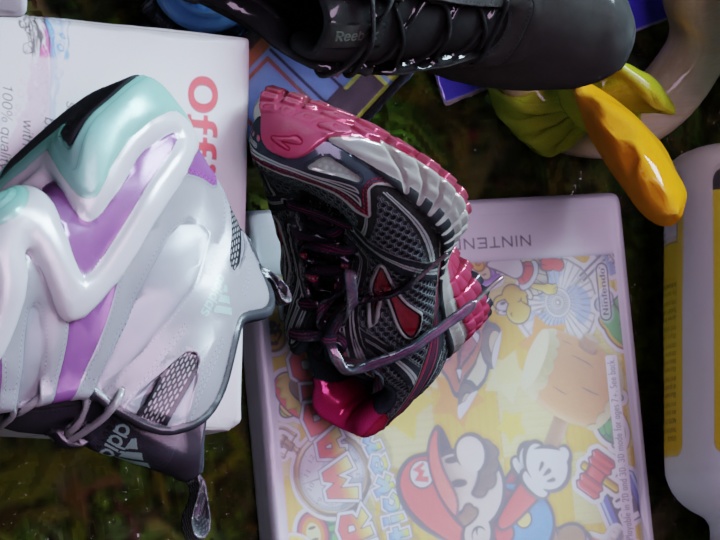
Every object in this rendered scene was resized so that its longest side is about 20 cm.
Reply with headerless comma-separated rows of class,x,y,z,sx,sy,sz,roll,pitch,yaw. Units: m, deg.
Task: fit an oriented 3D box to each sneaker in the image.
sneaker,0.009,-0.100,0.987,0.199,0.091,0.076,13,121,-11
sneaker,-0.103,0.043,0.875,0.200,0.078,0.140,-40,103,-21
sneaker,0.000,0.000,1.011,0.080,0.200,0.075,27,72,27

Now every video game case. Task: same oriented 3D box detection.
video game case,0.039,0.070,1.126,0.181,0.023,0.201,-4,86,-25

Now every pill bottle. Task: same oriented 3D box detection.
pill bottle,0.188,0.048,1.148,0.112,0.112,0.201,4,83,-24

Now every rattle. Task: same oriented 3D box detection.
rattle,0.160,-0.113,1.127,0.199,0.143,0.131,-21,106,-20

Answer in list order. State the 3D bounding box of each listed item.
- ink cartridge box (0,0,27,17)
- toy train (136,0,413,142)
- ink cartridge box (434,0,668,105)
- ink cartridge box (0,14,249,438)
ink cartridge box,-0.159,-0.173,0.923,0.084,0.200,0.145,2,102,-12
toy train,-0.005,-0.134,1.073,0.114,0.087,0.200,43,88,-10
ink cartridge box,0.090,-0.199,1.169,0.198,0.043,0.201,-23,95,-26
ink cartridge box,-0.157,-0.014,0.976,0.199,0.145,0.148,5,84,-24
